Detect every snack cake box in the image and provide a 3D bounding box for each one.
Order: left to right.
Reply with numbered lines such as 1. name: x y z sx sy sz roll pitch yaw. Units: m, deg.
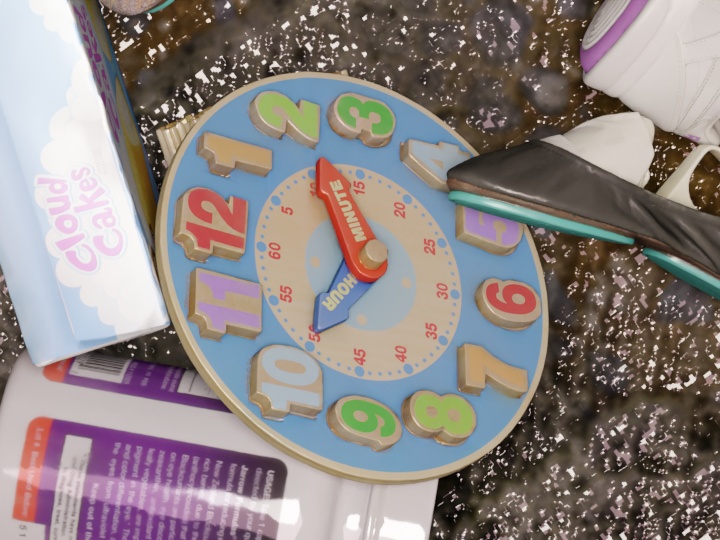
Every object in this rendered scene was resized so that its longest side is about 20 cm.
1. snack cake box: -0.141 -0.068 1.221 0.067 0.115 0.201 -17 98 1

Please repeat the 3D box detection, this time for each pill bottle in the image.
1. pill bottle: -0.066 0.104 1.240 0.199 0.111 0.112 10 97 3

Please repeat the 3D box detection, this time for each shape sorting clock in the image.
1. shape sorting clock: 0.000 0.000 1.222 0.199 0.039 0.201 11 61 -21

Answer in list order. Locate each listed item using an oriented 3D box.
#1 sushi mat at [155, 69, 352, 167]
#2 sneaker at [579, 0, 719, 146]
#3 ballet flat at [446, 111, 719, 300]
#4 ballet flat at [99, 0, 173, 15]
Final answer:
1. sushi mat: -0.021 0.010 1.288 0.095 0.012 0.201 -19 98 1
2. sneaker: 0.192 -0.137 1.232 0.099 0.075 0.200 36 125 -13
3. ballet flat: 0.134 -0.033 1.260 0.199 0.068 0.069 20 87 -21
4. ballet flat: -0.119 -0.195 1.177 0.068 0.201 0.067 -33 138 21
